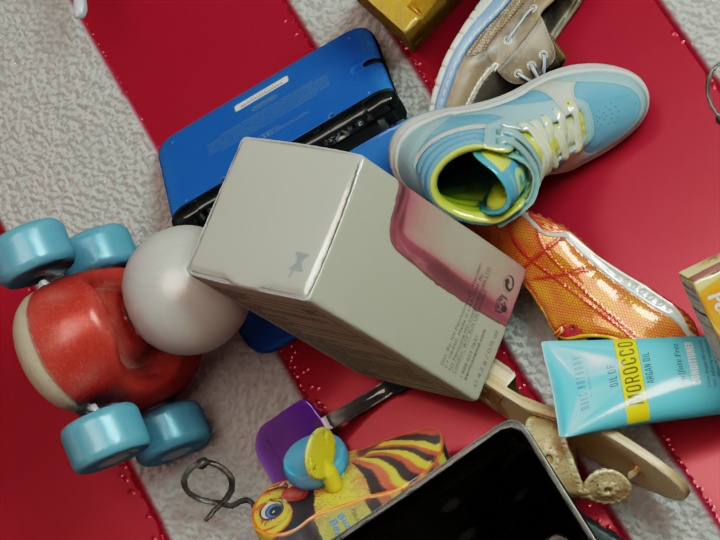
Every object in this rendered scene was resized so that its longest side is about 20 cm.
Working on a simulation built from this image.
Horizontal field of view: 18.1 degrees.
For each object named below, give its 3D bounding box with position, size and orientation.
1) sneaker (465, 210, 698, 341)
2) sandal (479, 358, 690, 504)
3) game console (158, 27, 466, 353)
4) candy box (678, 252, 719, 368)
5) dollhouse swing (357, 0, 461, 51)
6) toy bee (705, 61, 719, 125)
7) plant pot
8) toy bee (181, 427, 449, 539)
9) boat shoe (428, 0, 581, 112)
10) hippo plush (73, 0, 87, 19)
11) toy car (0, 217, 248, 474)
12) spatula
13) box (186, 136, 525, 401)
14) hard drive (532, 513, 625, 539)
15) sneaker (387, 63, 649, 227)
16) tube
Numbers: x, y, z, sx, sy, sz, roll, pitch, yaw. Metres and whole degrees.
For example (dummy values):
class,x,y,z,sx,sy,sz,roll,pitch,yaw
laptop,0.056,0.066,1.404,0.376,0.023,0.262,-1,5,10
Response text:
class,x,y,z,sx,sy,sz,roll,pitch,yaw
sneaker,0.148,0.015,1.639,0.200,0.073,0.077,36,88,25
sandal,0.132,0.132,1.607,0.212,0.078,0.070,32,75,31
game console,-0.039,-0.064,1.756,0.200,0.118,0.171,-29,37,9
candy box,0.309,0.069,1.521,0.115,0.055,0.200,-25,97,-1
dollhouse swing,0.044,-0.303,1.720,0.176,0.182,0.200,44,93,4
toy bee,0.334,-0.085,1.600,0.131,0.109,0.200,-36,92,-2
plant pot,0.094,0.247,1.500,0.199,0.177,0.200,-35,68,7
toy bee,-0.030,0.182,1.632,0.200,0.131,0.109,-30,30,26
boat shoe,0.118,-0.169,1.701,0.072,0.072,0.200,25,85,21
hippo plush,-0.269,-0.325,1.864,0.161,0.159,0.200,1,118,37
toy car,-0.138,0.026,1.664,0.200,0.177,0.185,-28,77,23
spatula,0.008,0.095,1.692,0.200,0.021,0.057,-34,79,5
box,0.000,0.000,1.590,0.128,0.200,0.109,12,75,44
hard drive,0.091,0.248,1.615,0.139,0.033,0.200,31,87,24
sneaker,0.128,-0.085,1.625,0.200,0.131,0.080,-19,111,-5
tube,0.230,0.074,1.572,0.200,0.050,0.078,-5,50,-3
